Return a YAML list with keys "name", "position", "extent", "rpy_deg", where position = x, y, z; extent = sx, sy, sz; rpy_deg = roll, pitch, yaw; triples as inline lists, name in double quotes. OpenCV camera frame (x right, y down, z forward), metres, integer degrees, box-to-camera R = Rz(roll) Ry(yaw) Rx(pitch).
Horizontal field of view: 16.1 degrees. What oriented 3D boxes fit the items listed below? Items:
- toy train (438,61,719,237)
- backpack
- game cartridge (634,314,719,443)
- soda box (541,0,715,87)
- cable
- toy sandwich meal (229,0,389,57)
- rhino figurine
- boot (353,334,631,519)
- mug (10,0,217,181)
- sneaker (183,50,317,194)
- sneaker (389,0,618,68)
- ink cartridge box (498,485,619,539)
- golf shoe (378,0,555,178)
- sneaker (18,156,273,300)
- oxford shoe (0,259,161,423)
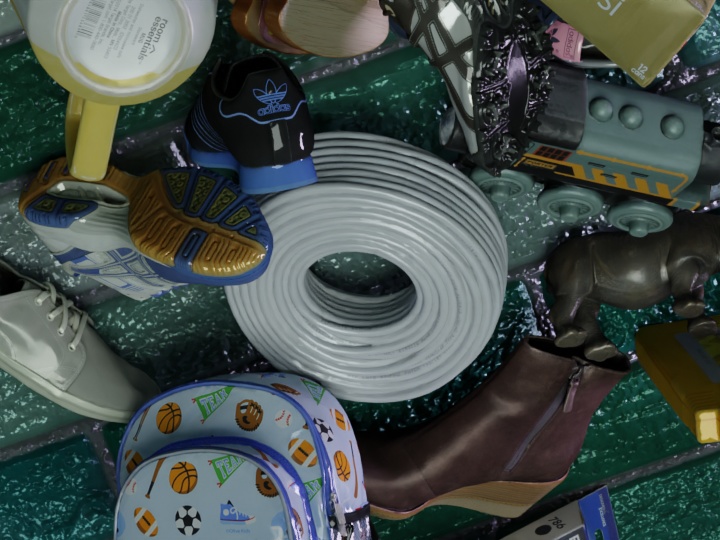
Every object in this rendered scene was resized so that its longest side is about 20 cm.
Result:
- name: "toy train"
  position: [0.155, -0.084, 1.708]
  extent: [0.199, 0.086, 0.114]
  rpy_deg: [13, 158, -16]
- name: "backpack"
  position: [-0.085, 0.165, 1.738]
  extent: [0.199, 0.154, 0.191]
  rpy_deg: [-6, 85, 15]
- name: "game cartridge"
  position: [0.297, 0.067, 1.771]
  extent: [0.176, 0.200, 0.033]
  rpy_deg: [-8, 104, -5]
- name: "soda box"
  position: [0.129, -0.209, 1.609]
  extent: [0.200, 0.068, 0.064]
  rpy_deg: [39, 116, -1]
- name: "cable"
  position: [0.000, 0.000, 1.734]
  extent: [0.200, 0.069, 0.200]
  rpy_deg: [28, 131, -14]
- name: "toy sandwich meal"
  position: [-0.019, -0.228, 1.581]
  extent: [0.205, 0.070, 0.206]
  rpy_deg: [-33, 138, -36]
- name: "rhino figurine"
  position: [0.223, 0.000, 1.792]
  extent: [0.199, 0.088, 0.060]
  rpy_deg: [-12, 150, -3]
- name: "boot"
  position: [0.076, 0.102, 1.817]
  extent: [0.199, 0.072, 0.167]
  rpy_deg: [9, 129, -29]
- name: "mug"
  position: [-0.146, -0.163, 1.600]
  extent: [0.149, 0.153, 0.187]
  rpy_deg: [-21, 120, 2]
- name: "sneaker"
  position: [-0.072, -0.104, 1.629]
  extent: [0.070, 0.200, 0.078]
  rpy_deg: [-11, 105, -16]
- name: "sneaker"
  position: [0.112, -0.168, 1.679]
  extent: [0.199, 0.082, 0.070]
  rpy_deg: [0, 119, -9]
- name: "ink cartridge box"
  position: [0.119, 0.247, 1.893]
  extent: [0.200, 0.039, 0.100]
  rpy_deg: [-27, 117, -19]
- name: "golf shoe"
  position: [0.062, -0.156, 1.593]
  extent: [0.078, 0.094, 0.201]
  rpy_deg: [-35, 126, -40]
- name: "sneaker"
  position: [-0.131, -0.019, 1.689]
  extent: [0.075, 0.199, 0.088]
  rpy_deg: [-53, 140, -27]
- name: "oxford shoe"
  position: [-0.216, 0.041, 1.748]
  extent: [0.200, 0.075, 0.058]
  rpy_deg: [33, 112, -18]
